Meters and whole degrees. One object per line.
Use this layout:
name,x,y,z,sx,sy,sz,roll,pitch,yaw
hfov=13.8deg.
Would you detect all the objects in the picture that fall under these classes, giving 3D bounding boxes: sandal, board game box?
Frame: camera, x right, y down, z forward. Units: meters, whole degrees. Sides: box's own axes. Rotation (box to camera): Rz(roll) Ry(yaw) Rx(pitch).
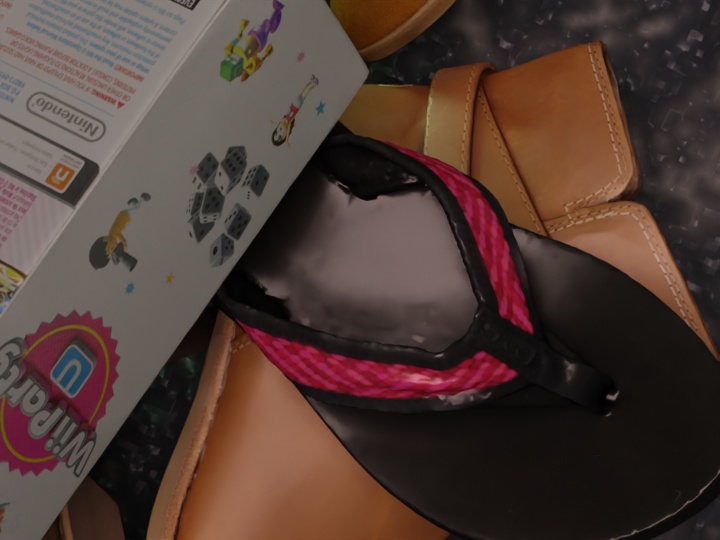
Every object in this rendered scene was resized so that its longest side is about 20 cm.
sandal,0.000,0.000,0.711,0.200,0.045,0.075,35,81,18
board game box,-0.116,-0.010,0.706,0.147,0.064,0.200,27,75,33

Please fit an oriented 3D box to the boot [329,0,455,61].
boot,-0.009,-0.151,0.716,0.144,0.071,0.201,22,129,-15

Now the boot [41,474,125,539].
boot,-0.112,0.028,0.756,0.075,0.074,0.201,-7,71,-20

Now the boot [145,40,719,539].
boot,0.018,0.047,0.756,0.154,0.074,0.201,-17,86,6
